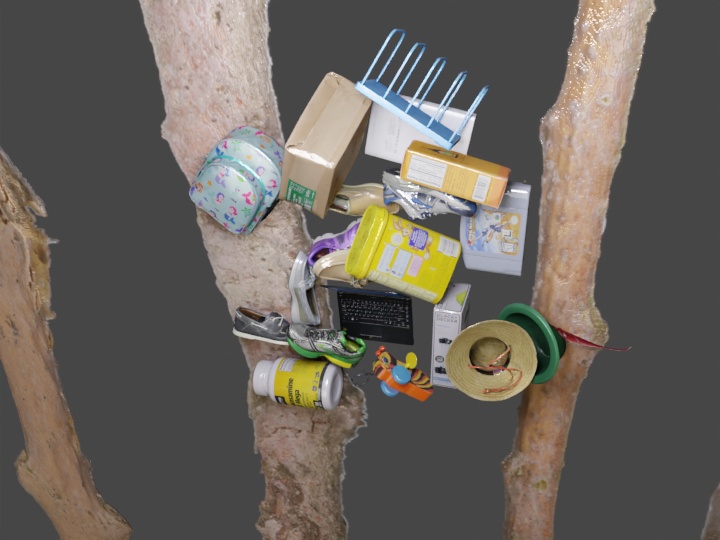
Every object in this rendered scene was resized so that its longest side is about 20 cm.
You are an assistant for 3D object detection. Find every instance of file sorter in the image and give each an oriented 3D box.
[{"bbox_3d":[0.116,-0.327,1.422,0.199,0.139,0.123,34,109,3],"label":"file sorter"}]

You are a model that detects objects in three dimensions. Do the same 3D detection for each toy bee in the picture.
[{"bbox_3d":[0.076,0.224,1.823,0.131,0.109,0.200,-32,131,24],"label":"toy bee"}]

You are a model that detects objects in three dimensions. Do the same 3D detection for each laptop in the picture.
[{"bbox_3d":[0.018,0.100,1.753,0.176,0.103,0.201,6,122,17],"label":"laptop"}]

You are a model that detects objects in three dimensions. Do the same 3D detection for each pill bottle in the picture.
[{"bbox_3d":[-0.151,0.269,1.911,0.199,0.113,0.113,4,122,18],"label":"pill bottle"}]

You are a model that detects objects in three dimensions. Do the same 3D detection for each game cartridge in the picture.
[{"bbox_3d":[0.267,-0.085,1.593,0.132,0.042,0.201,6,122,12],"label":"game cartridge"}]

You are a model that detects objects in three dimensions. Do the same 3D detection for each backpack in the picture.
[{"bbox_3d":[-0.246,-0.190,1.651,0.177,0.151,0.200,39,120,-5],"label":"backpack"}]

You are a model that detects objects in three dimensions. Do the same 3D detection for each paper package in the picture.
[{"bbox_3d":[-0.068,-0.229,1.495,0.103,0.191,0.200,26,155,2],"label":"paper package"}]

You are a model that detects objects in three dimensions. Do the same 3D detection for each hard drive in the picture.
[{"bbox_3d":[0.114,-0.264,1.542,0.199,0.026,0.132,16,124,10],"label":"hard drive"}]

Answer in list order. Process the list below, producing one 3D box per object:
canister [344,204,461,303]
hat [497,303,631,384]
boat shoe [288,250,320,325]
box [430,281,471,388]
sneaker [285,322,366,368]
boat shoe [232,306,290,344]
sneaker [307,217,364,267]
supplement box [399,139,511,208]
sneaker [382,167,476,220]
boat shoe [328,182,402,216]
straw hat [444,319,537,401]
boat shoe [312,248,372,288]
[{"bbox_3d":[0.087,-0.029,1.606,0.199,0.087,0.149,20,97,-17],"label":"canister"},{"bbox_3d":[0.414,0.141,1.689,0.201,0.175,0.166,60,145,19],"label":"hat"},{"bbox_3d":[-0.123,0.042,1.791,0.064,0.075,0.203,8,127,8],"label":"boat shoe"},{"bbox_3d":[0.193,0.138,1.705,0.060,0.117,0.201,8,122,15],"label":"box"},{"bbox_3d":[-0.078,0.156,1.816,0.199,0.078,0.085,17,137,-21],"label":"sneaker"},{"bbox_3d":[-0.203,0.133,1.875,0.199,0.072,0.068,11,102,8],"label":"boat shoe"},{"bbox_3d":[-0.026,-0.048,1.691,0.199,0.084,0.081,-22,111,29],"label":"sneaker"},{"bbox_3d":[0.179,-0.184,1.508,0.199,0.067,0.069,20,119,8],"label":"supplement box"},{"bbox_3d":[0.132,-0.136,1.562,0.199,0.077,0.086,22,118,20],"label":"sneaker"},{"bbox_3d":[-0.012,-0.137,1.633,0.199,0.076,0.072,5,119,14],"label":"boat shoe"},{"bbox_3d":[0.265,0.168,1.653,0.200,0.085,0.202,-1,118,-2],"label":"straw hat"},{"bbox_3d":[0.000,0.000,1.660,0.199,0.065,0.072,-3,144,-22],"label":"boat shoe"}]
